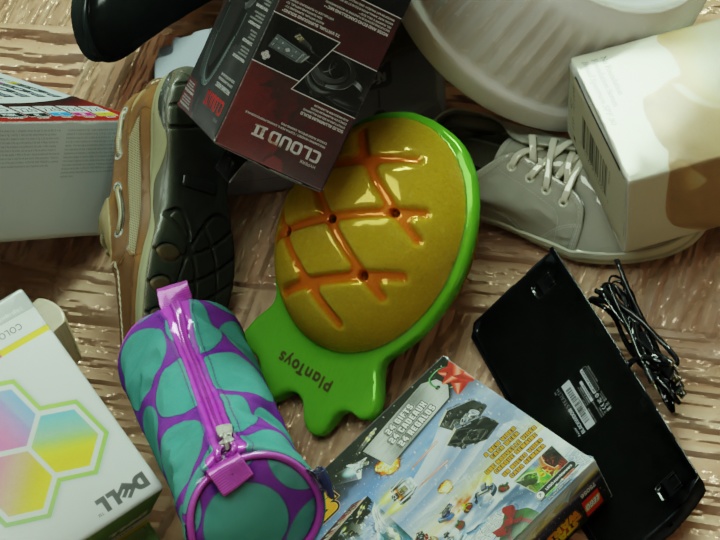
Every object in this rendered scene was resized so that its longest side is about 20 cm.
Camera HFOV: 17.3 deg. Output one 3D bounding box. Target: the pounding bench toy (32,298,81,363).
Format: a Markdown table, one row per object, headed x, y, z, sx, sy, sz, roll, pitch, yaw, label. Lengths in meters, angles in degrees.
| x | y | z | sx | sy | sz | roll | pitch | yaw | label |
| --- | --- | --- | --- | --- | --- | --- | --- | --- | --- |
| -0.285 | 0.083 | 1.451 | 0.199 | 0.125 | 0.157 | 5 | 56 | 23 | pounding bench toy |

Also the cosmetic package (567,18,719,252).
| x | y | z | sx | sy | sz | roll | pitch | yaw | label |
| --- | --- | --- | --- | --- | --- | --- | --- | --- | --- |
| 0.231 | -0.093 | 1.399 | 0.199 | 0.071 | 0.106 | -17 | 55 | -8 | cosmetic package |

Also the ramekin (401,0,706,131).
| x | y | z | sx | sy | sz | roll | pitch | yaw | label |
| --- | --- | --- | --- | --- | --- | --- | --- | --- | --- |
| 0.124 | -0.197 | 1.458 | 0.199 | 0.105 | 0.201 | 13 | 57 | -21 | ramekin |

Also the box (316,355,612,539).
| x | y | z | sx | sy | sz | roll | pitch | yaw | label |
| --- | --- | --- | --- | --- | --- | --- | --- | --- | --- |
| 0.025 | 0.153 | 1.331 | 0.200 | 0.040 | 0.137 | -42 | 45 | -13 | box |

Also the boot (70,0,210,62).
| x | y | z | sx | sy | sz | roll | pitch | yaw | label |
| --- | --- | --- | --- | --- | --- | --- | --- | --- | --- |
| -0.084 | -0.207 | 1.600 | 0.161 | 0.074 | 0.198 | 2 | 33 | 32 | boot |

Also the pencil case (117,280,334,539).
| x | y | z | sx | sy | sz | roll | pitch | yaw | label |
| --- | --- | --- | --- | --- | --- | --- | --- | --- | --- |
| -0.082 | 0.092 | 1.358 | 0.085 | 0.093 | 0.200 | -18 | 30 | -9 | pencil case |

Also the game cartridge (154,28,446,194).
| x | y | z | sx | sy | sz | roll | pitch | yaw | label |
| --- | --- | --- | --- | --- | --- | --- | --- | --- | --- |
| -0.041 | -0.116 | 1.571 | 0.198 | 0.041 | 0.134 | -11 | 48 | 12 | game cartridge |

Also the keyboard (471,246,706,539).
| x | y | z | sx | sy | sz | roll | pitch | yaw | label |
| --- | --- | --- | --- | --- | --- | --- | --- | --- | --- |
| 0.145 | 0.074 | 1.369 | 0.104 | 0.040 | 0.201 | -42 | 50 | 17 | keyboard |

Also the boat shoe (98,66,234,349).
| x | y | z | sx | sy | sz | roll | pitch | yaw | label |
| --- | --- | --- | --- | --- | --- | --- | --- | --- | --- |
| -0.127 | -0.027 | 1.502 | 0.074 | 0.075 | 0.202 | -9 | 68 | 41 | boat shoe |

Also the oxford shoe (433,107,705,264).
| x | y | z | sx | sy | sz | roll | pitch | yaw | label |
| --- | --- | --- | --- | --- | --- | --- | --- | --- | --- |
| 0.119 | -0.054 | 1.452 | 0.199 | 0.058 | 0.075 | 16 | 59 | 27 | oxford shoe |

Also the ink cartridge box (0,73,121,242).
| x | y | z | sx | sy | sz | roll | pitch | yaw | label |
| --- | --- | --- | --- | --- | --- | --- | --- | --- | --- |
| -0.278 | -0.080 | 1.522 | 0.175 | 0.199 | 0.085 | 19 | 104 | 31 | ink cartridge box |

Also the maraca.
| x | y | z | sx | sy | sz | roll | pitch | yaw | label |
| --- | --- | --- | --- | --- | --- | --- | --- | --- | --- |
| 0.000 | 0.000 | 1.428 | 0.137 | 0.107 | 0.201 | 29 | 94 | 38 | maraca |

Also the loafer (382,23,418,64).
| x | y | z | sx | sy | sz | roll | pitch | yaw | label |
| --- | --- | --- | --- | --- | --- | --- | --- | --- | --- |
| -0.006 | -0.170 | 1.533 | 0.199 | 0.076 | 0.069 | -17 | 49 | -5 | loafer |

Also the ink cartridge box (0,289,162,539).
| x | y | z | sx | sy | sz | roll | pitch | yaw | label |
| --- | --- | --- | --- | --- | --- | --- | --- | --- | --- |
| -0.185 | 0.123 | 1.356 | 0.103 | 0.059 | 0.201 | -31 | 78 | -26 | ink cartridge box |

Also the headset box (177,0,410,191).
| x | y | z | sx | sy | sz | roll | pitch | yaw | label |
| --- | --- | --- | --- | --- | --- | --- | --- | --- | --- |
| -0.035 | -0.145 | 1.408 | 0.201 | 0.077 | 0.149 | -64 | 16 | 6 | headset box |
